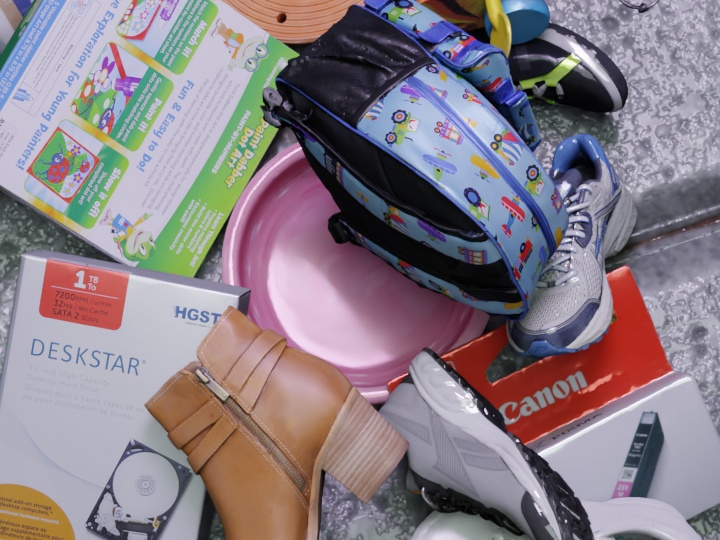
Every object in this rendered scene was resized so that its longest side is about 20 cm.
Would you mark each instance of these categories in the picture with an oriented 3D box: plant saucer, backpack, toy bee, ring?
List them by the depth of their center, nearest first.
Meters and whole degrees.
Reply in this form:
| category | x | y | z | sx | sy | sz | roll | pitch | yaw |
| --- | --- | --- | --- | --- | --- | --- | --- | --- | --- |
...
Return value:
| category | x | y | z | sx | sy | sz | roll | pitch | yaw |
| --- | --- | --- | --- | --- | --- | --- | --- | --- | --- |
| backpack | 0.056 | -0.069 | 1.315 | 0.135 | 0.183 | 0.199 | -45 | 52 | -13 |
| toy bee | 0.107 | -0.219 | 1.400 | 0.199 | 0.109 | 0.131 | -31 | 64 | -6 |
| plant saucer | 0.000 | 0.000 | 1.441 | 0.198 | 0.051 | 0.203 | 0 | 77 | 0 |
| ring | -0.034 | -0.261 | 1.499 | 0.198 | 0.019 | 0.203 | -6 | 70 | 15 |

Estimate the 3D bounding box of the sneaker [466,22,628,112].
| category | x | y | z | sx | sy | sz | roll | pitch | yaw |
| --- | --- | --- | --- | --- | --- | --- | --- | --- | --- |
| sneaker | 0.097 | -0.143 | 1.467 | 0.199 | 0.072 | 0.083 | 24 | 73 | 17 |

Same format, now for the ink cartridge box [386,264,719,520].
| category | x | y | z | sx | sy | sz | roll | pitch | yaw |
| --- | --- | --- | --- | --- | --- | --- | --- | --- | --- |
| ink cartridge box | 0.141 | 0.117 | 1.391 | 0.199 | 0.044 | 0.175 | -26 | 97 | -6 |

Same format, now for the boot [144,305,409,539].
| category | x | y | z | sx | sy | sz | roll | pitch | yaw |
| --- | --- | --- | --- | --- | --- | --- | --- | --- | --- |
| boot | -0.083 | 0.138 | 1.309 | 0.154 | 0.074 | 0.201 | 38 | 87 | -1 |

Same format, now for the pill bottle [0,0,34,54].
| category | x | y | z | sx | sy | sz | roll | pitch | yaw |
| --- | --- | --- | --- | --- | --- | --- | --- | --- | --- |
| pill bottle | -0.206 | -0.252 | 1.472 | 0.199 | 0.111 | 0.111 | -35 | 78 | -8 |

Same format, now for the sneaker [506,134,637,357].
| category | x | y | z | sx | sy | sz | roll | pitch | yaw |
| --- | --- | --- | --- | --- | --- | --- | --- | --- | --- |
| sneaker | 0.136 | -0.021 | 1.384 | 0.076 | 0.086 | 0.201 | -7 | 36 | 22 |

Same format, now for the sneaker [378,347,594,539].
| category | x | y | z | sx | sy | sz | roll | pitch | yaw |
| --- | --- | --- | --- | --- | --- | --- | --- | --- | --- |
| sneaker | 0.080 | 0.138 | 1.313 | 0.079 | 0.074 | 0.200 | -47 | 48 | 1 |

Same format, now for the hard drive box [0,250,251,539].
| category | x | y | z | sx | sy | sz | roll | pitch | yaw |
| --- | --- | --- | --- | --- | --- | --- | --- | --- | --- |
| hard drive box | -0.169 | 0.099 | 1.377 | 0.154 | 0.077 | 0.202 | 10 | 93 | 3 |

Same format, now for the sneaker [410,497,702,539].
| category | x | y | z | sx | sy | sz | roll | pitch | yaw |
| --- | --- | --- | --- | --- | --- | --- | --- | --- | --- |
| sneaker | 0.132 | 0.184 | 1.327 | 0.198 | 0.088 | 0.076 | -4 | 95 | -7 |

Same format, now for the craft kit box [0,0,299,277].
| category | x | y | z | sx | sy | sz | roll | pitch | yaw |
| --- | --- | --- | --- | --- | --- | --- | --- | --- | --- |
| craft kit box | -0.161 | -0.115 | 1.421 | 0.197 | 0.048 | 0.201 | 33 | 82 | -19 |
